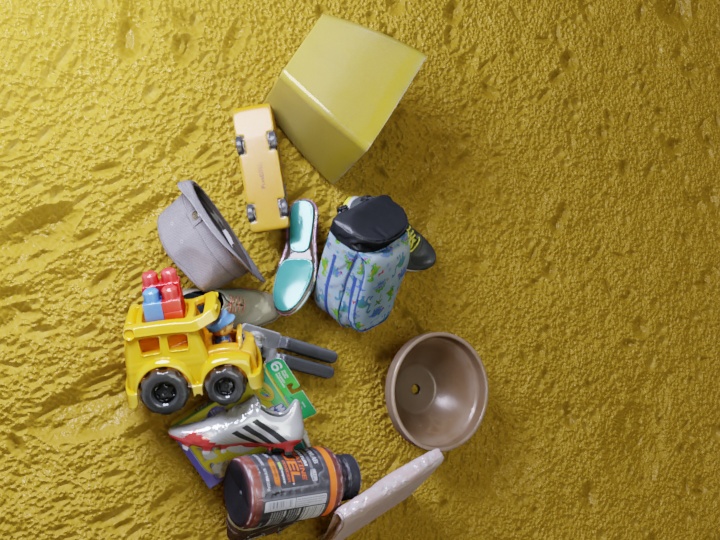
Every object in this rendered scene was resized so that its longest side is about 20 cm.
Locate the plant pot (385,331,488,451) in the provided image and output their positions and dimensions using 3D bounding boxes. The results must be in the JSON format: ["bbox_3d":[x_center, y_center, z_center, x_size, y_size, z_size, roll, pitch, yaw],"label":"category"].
[{"bbox_3d":[0.117,0.209,1.548,0.200,0.093,0.202,3,84,-29],"label":"plant pot"}]

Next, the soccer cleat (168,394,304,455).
[{"bbox_3d":[-0.181,0.224,1.311,0.199,0.069,0.086,4,92,-10],"label":"soccer cleat"}]

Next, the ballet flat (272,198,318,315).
[{"bbox_3d":[-0.098,-0.017,1.459,0.069,0.071,0.201,3,72,11],"label":"ballet flat"}]

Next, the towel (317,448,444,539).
[{"bbox_3d":[0.028,0.371,1.442,0.199,0.191,0.032,-27,70,-28],"label":"towel"}]

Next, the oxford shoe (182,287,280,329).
[{"bbox_3d":[-0.207,0.061,1.392,0.199,0.074,0.071,-1,85,-29],"label":"oxford shoe"}]

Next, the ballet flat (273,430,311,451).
[{"bbox_3d":[-0.130,0.232,1.431,0.072,0.072,0.201,-39,107,-25],"label":"ballet flat"}]

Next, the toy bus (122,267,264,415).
[{"bbox_3d":[-0.246,0.090,1.286,0.199,0.136,0.193,-6,108,-6],"label":"toy bus"}]

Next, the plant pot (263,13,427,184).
[{"bbox_3d":[-0.041,-0.293,1.455,0.176,0.200,0.201,35,71,-9],"label":"plant pot"}]

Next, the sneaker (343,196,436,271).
[{"bbox_3d":[0.059,-0.060,1.542,0.199,0.084,0.075,32,73,-23],"label":"sneaker"}]

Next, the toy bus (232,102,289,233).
[{"bbox_3d":[-0.158,-0.162,1.428,0.065,0.078,0.201,-9,91,-1],"label":"toy bus"}]

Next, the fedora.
[{"bbox_3d":[-0.238,-0.038,1.344,0.090,0.177,0.200,-35,78,1],"label":"fedora"}]

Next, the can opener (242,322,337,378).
[{"bbox_3d":[-0.130,0.132,1.449,0.199,0.067,0.054,21,75,-39],"label":"can opener"}]

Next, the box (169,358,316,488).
[{"bbox_3d":[-0.176,0.231,1.366,0.199,0.048,0.118,-33,103,-1],"label":"box"}]

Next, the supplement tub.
[{"bbox_3d":[-0.099,0.324,1.350,0.199,0.107,0.108,0,86,-34],"label":"supplement tub"}]

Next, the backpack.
[{"bbox_3d":[0.000,0.000,1.447,0.154,0.200,0.163,45,36,14],"label":"backpack"}]

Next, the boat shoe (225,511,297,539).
[{"bbox_3d":[-0.129,0.381,1.424,0.201,0.075,0.075,-5,127,-38],"label":"boat shoe"}]
